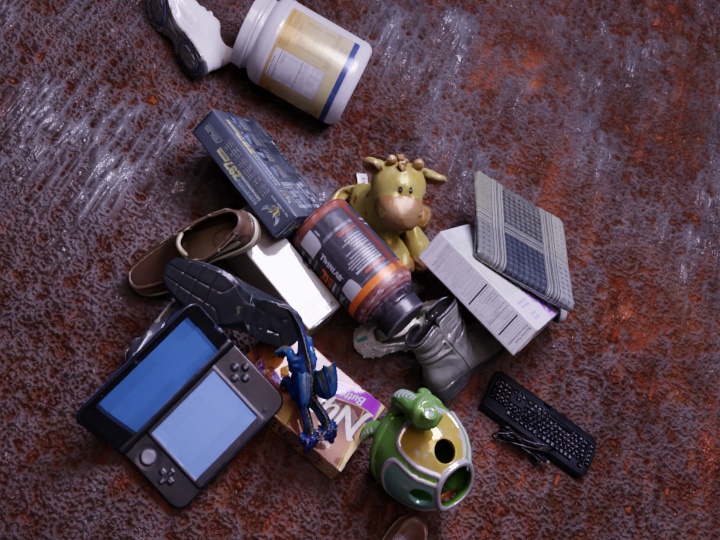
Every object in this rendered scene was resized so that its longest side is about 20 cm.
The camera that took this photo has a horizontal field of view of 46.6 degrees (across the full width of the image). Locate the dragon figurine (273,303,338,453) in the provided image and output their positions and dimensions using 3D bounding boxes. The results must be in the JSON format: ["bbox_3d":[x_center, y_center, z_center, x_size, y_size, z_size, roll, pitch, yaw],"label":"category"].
[{"bbox_3d":[-0.066,0.138,1.077,0.058,0.203,0.099,-15,35,-26],"label":"dragon figurine"}]

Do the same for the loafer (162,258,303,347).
[{"bbox_3d":[-0.172,0.044,1.122,0.198,0.072,0.074,30,90,-10],"label":"loafer"}]

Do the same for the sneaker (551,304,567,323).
[{"bbox_3d":[0.259,0.004,1.365,0.098,0.071,0.202,-11,65,-25],"label":"sneaker"}]

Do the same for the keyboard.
[{"bbox_3d":[0.276,0.243,1.279,0.198,0.040,0.105,34,59,-2],"label":"keyboard"}]

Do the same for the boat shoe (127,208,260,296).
[{"bbox_3d":[-0.238,-0.031,1.138,0.200,0.075,0.076,-29,74,6],"label":"boat shoe"}]

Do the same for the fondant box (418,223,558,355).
[{"bbox_3d":[0.195,0.023,1.258,0.200,0.058,0.144,47,24,12],"label":"fondant box"}]

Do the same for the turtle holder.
[{"bbox_3d":[0.091,0.234,1.123,0.139,0.188,0.131,-5,30,-39],"label":"turtle holder"}]

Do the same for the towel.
[{"bbox_3d":[0.248,-0.046,1.306,0.191,0.035,0.202,27,42,-18],"label":"towel"}]

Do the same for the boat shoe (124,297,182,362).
[{"bbox_3d":[-0.280,0.118,1.111,0.067,0.072,0.201,25,69,19],"label":"boat shoe"}]

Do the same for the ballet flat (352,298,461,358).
[{"bbox_3d":[0.083,0.086,1.263,0.197,0.072,0.073,-17,73,-27],"label":"ballet flat"}]

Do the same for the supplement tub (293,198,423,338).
[{"bbox_3d":[0.000,0.000,1.199,0.106,0.107,0.200,-33,72,-29],"label":"supplement tub"}]

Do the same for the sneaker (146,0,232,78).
[{"bbox_3d":[-0.279,-0.403,1.354,0.086,0.074,0.202,-26,84,-40],"label":"sneaker"}]

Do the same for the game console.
[{"bbox_3d":[-0.218,0.173,1.047,0.171,0.118,0.200,45,80,3],"label":"game console"}]

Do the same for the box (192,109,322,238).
[{"bbox_3d":[-0.142,-0.141,1.236,0.051,0.158,0.201,-41,83,14],"label":"box"}]

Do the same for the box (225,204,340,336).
[{"bbox_3d":[-0.123,0.006,1.212,0.068,0.082,0.201,-36,84,-29],"label":"box"}]

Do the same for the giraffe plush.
[{"bbox_3d":[0.053,-0.099,1.277,0.170,0.162,0.203,-18,74,-26],"label":"giraffe plush"}]

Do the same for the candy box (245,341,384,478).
[{"bbox_3d":[-0.078,0.178,1.165,0.199,0.057,0.117,40,60,2],"label":"candy box"}]

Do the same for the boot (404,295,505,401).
[{"bbox_3d":[0.153,0.089,1.246,0.200,0.067,0.132,-41,127,-29],"label":"boot"}]

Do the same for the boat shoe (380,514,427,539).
[{"bbox_3d":[0.044,0.415,1.096,0.071,0.068,0.202,32,60,-4],"label":"boat shoe"}]

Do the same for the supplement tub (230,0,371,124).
[{"bbox_3d":[-0.095,-0.342,1.342,0.198,0.145,0.146,28,60,-6],"label":"supplement tub"}]
